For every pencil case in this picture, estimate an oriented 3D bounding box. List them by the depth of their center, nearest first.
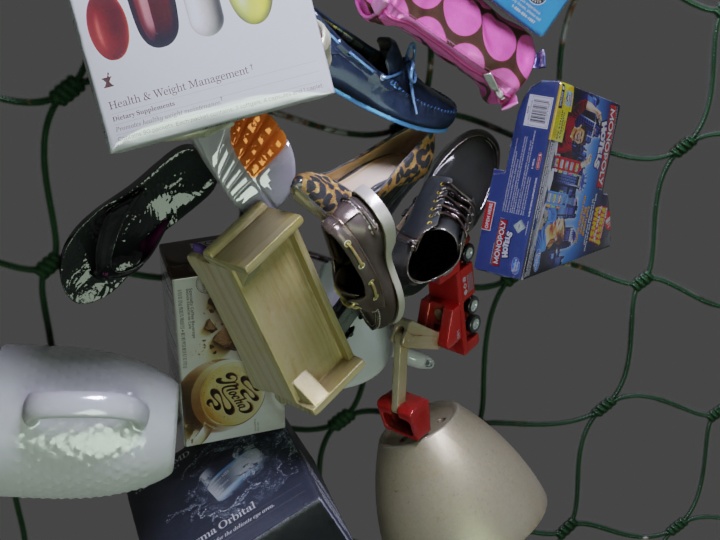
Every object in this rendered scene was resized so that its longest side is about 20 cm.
[{"bbox_3d":[0.083,-0.237,1.235,0.199,0.095,0.090,27,148,-31],"label":"pencil case"}]

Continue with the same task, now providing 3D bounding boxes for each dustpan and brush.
[{"bbox_3d":[0.011,0.080,1.401,0.198,0.057,0.141,20,87,-27],"label":"dustpan and brush"}]

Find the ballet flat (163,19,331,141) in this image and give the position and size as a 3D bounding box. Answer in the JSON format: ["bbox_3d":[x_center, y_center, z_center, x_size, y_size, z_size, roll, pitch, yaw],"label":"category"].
[{"bbox_3d":[-0.111,-0.163,1.172,0.198,0.068,0.063,-27,151,-2],"label":"ballet flat"}]

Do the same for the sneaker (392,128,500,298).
[{"bbox_3d":[0.096,-0.060,1.284,0.074,0.106,0.201,33,79,-11],"label":"sneaker"}]

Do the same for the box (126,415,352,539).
[{"bbox_3d":[-0.129,0.272,1.358,0.195,0.200,0.118,-32,123,-3],"label":"box"}]

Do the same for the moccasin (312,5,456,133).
[{"bbox_3d":[0.018,-0.195,1.246,0.198,0.081,0.069,19,115,-28],"label":"moccasin"}]

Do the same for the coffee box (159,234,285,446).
[{"bbox_3d":[-0.143,0.070,1.321,0.112,0.080,0.202,-8,119,-16],"label":"coffee box"}]

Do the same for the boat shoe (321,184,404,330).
[{"bbox_3d":[0.000,0.000,1.223,0.059,0.072,0.201,-35,151,-17],"label":"boat shoe"}]

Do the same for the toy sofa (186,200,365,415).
[{"bbox_3d":[-0.081,0.036,1.243,0.083,0.097,0.202,-43,128,-28],"label":"toy sofa"}]

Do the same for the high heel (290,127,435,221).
[{"bbox_3d":[0.004,-0.110,1.253,0.144,0.071,0.200,-58,155,5],"label":"high heel"}]

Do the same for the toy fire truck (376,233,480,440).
[{"bbox_3d":[0.071,0.066,1.380,0.141,0.048,0.202,-36,130,-39],"label":"toy fire truck"}]

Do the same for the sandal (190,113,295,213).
[{"bbox_3d":[-0.135,-0.150,1.231,0.079,0.059,0.208,-34,101,-9],"label":"sandal"}]

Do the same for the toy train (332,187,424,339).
[{"bbox_3d":[0.026,-0.008,1.342,0.034,0.046,0.201,41,77,-15],"label":"toy train"}]

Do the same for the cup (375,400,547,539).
[{"bbox_3d":[0.094,0.236,1.447,0.199,0.200,0.145,-27,103,-5],"label":"cup"}]

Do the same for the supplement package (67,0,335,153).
[{"bbox_3d":[-0.142,-0.218,1.053,0.189,0.147,0.203,-16,97,-8],"label":"supplement package"}]

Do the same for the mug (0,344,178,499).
[{"bbox_3d":[-0.265,0.144,1.230,0.173,0.200,0.150,4,74,-7],"label":"mug"}]

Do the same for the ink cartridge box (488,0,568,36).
[{"bbox_3d":[0.169,-0.354,1.220,0.146,0.086,0.201,29,102,-30],"label":"ink cartridge box"}]

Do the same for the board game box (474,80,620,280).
[{"bbox_3d":[0.212,-0.089,1.355,0.199,0.061,0.203,6,97,-56],"label":"board game box"}]

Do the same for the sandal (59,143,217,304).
[{"bbox_3d":[-0.222,-0.043,1.253,0.200,0.048,0.075,-45,122,5],"label":"sandal"}]
